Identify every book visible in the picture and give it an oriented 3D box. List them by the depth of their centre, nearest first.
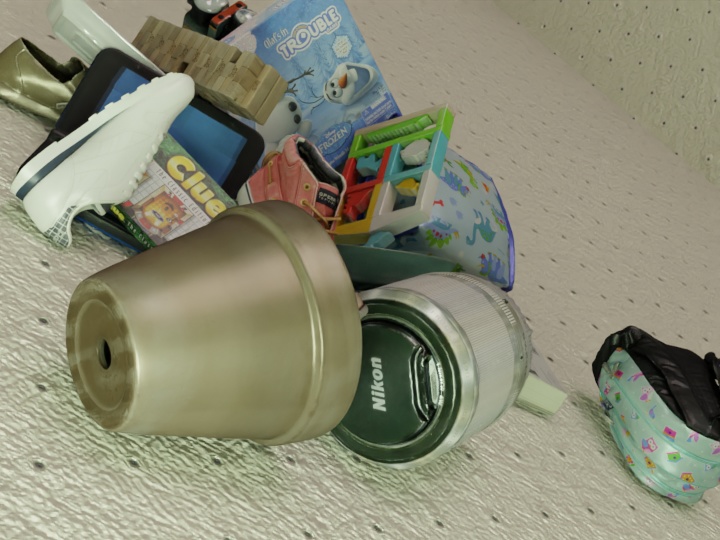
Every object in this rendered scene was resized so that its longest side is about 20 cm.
[{"bbox_3d":[0.130,0.082,1.461,0.200,0.048,0.134,25,19,-22],"label":"book"}]

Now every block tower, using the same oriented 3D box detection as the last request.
[{"bbox_3d":[-0.168,-0.214,1.361,0.200,0.058,0.054,24,-12,38],"label":"block tower"}]

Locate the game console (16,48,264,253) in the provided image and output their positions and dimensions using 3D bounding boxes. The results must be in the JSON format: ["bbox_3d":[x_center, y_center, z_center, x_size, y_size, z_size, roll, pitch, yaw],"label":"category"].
[{"bbox_3d":[-0.214,-0.111,1.290,0.200,0.118,0.171,29,21,-8],"label":"game console"}]

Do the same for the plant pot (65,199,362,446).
[{"bbox_3d":[-0.127,0.050,1.003,0.173,0.200,0.200,-9,43,-37],"label":"plant pot"}]

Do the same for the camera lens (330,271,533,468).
[{"bbox_3d":[0.059,0.086,1.188,0.160,0.160,0.200,40,22,17],"label":"camera lens"}]

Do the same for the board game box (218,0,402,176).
[{"bbox_3d":[-0.072,-0.208,1.498,0.043,0.200,0.199,17,-38,56],"label":"board game box"}]

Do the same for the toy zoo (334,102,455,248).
[{"bbox_3d":[0.030,-0.097,1.434,0.020,0.131,0.200,49,42,-35],"label":"toy zoo"}]

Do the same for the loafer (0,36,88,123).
[{"bbox_3d":[-0.305,-0.188,1.397,0.200,0.067,0.076,22,24,-27],"label":"loafer"}]

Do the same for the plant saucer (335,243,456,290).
[{"bbox_3d":[0.000,0.000,1.358,0.200,0.036,0.200,6,-3,0],"label":"plant saucer"}]

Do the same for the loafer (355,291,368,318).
[{"bbox_3d":[-0.068,0.032,1.115,0.072,0.200,0.063,-30,98,-31],"label":"loafer"}]

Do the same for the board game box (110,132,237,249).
[{"bbox_3d":[-0.180,-0.060,1.252,0.200,0.023,0.105,45,49,4],"label":"board game box"}]

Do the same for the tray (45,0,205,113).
[{"bbox_3d":[-0.257,-0.218,1.382,0.200,0.022,0.107,42,-20,-14],"label":"tray"}]

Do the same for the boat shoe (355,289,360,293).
[{"bbox_3d":[-0.019,0.044,1.296,0.084,0.069,0.200,40,22,19],"label":"boat shoe"}]

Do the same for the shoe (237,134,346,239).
[{"bbox_3d":[-0.052,-0.039,1.228,0.071,0.091,0.200,18,35,-42],"label":"shoe"}]

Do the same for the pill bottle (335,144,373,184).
[{"bbox_3d":[-0.027,-0.137,1.622,0.200,0.111,0.111,32,21,-4],"label":"pill bottle"}]

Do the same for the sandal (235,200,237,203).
[{"bbox_3d":[-0.075,-0.057,1.448,0.200,0.055,0.082,12,23,-43],"label":"sandal"}]

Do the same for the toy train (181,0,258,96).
[{"bbox_3d":[-0.175,-0.247,1.556,0.114,0.200,0.085,35,51,11],"label":"toy train"}]

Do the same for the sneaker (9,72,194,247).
[{"bbox_3d":[-0.226,-0.107,1.199,0.081,0.200,0.076,50,-13,-1],"label":"sneaker"}]

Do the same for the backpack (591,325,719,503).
[{"bbox_3d":[0.364,0.169,1.492,0.167,0.127,0.200,13,28,-18],"label":"backpack"}]

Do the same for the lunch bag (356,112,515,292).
[{"bbox_3d":[0.089,-0.072,1.531,0.170,0.127,0.200,32,48,-33],"label":"lunch bag"}]
